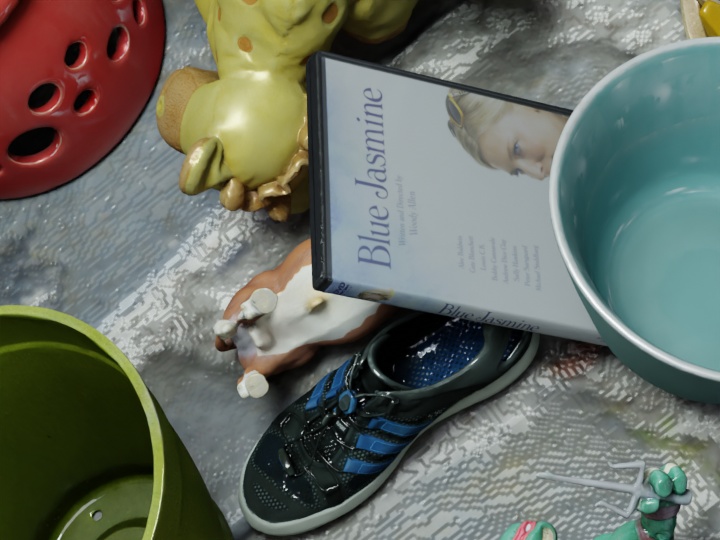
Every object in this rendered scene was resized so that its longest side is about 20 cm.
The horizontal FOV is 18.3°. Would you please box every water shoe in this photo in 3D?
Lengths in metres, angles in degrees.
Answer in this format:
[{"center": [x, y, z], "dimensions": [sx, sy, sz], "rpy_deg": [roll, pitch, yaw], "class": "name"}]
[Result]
[{"center": [0.005, 0.068, 1.241], "dimensions": [0.200, 0.079, 0.072], "rpy_deg": [-38, 61, 3], "class": "water shoe"}]

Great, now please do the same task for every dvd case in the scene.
[{"center": [0.064, -0.038, 1.214], "dimensions": [0.199, 0.018, 0.143], "rpy_deg": [11, 59, -23], "class": "dvd case"}]

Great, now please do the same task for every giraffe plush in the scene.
[{"center": [-0.056, -0.117, 1.296], "dimensions": [0.200, 0.172, 0.163], "rpy_deg": [32, 107, 62], "class": "giraffe plush"}]

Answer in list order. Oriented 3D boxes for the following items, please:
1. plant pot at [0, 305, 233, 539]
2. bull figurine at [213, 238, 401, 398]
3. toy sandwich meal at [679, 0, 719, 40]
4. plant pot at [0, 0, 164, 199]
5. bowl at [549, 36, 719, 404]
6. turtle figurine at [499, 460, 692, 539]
[{"center": [-0.159, 0.145, 1.206], "dimensions": [0.199, 0.193, 0.201], "rpy_deg": [-7, 68, 18], "class": "plant pot"}, {"center": [0.000, 0.000, 1.261], "dimensions": [0.200, 0.121, 0.065], "rpy_deg": [-36, 93, 12], "class": "bull figurine"}, {"center": [0.273, -0.156, 1.219], "dimensions": [0.204, 0.070, 0.206], "rpy_deg": [-2, 75, 7], "class": "toy sandwich meal"}, {"center": [-0.241, -0.169, 1.371], "dimensions": [0.199, 0.183, 0.201], "rpy_deg": [-7, 66, 15], "class": "plant pot"}, {"center": [0.192, -0.010, 1.169], "dimensions": [0.200, 0.105, 0.202], "rpy_deg": [1, 62, -2], "class": "bowl"}, {"center": [0.135, 0.170, 1.142], "dimensions": [0.199, 0.101, 0.150], "rpy_deg": [27, 89, 13], "class": "turtle figurine"}]
